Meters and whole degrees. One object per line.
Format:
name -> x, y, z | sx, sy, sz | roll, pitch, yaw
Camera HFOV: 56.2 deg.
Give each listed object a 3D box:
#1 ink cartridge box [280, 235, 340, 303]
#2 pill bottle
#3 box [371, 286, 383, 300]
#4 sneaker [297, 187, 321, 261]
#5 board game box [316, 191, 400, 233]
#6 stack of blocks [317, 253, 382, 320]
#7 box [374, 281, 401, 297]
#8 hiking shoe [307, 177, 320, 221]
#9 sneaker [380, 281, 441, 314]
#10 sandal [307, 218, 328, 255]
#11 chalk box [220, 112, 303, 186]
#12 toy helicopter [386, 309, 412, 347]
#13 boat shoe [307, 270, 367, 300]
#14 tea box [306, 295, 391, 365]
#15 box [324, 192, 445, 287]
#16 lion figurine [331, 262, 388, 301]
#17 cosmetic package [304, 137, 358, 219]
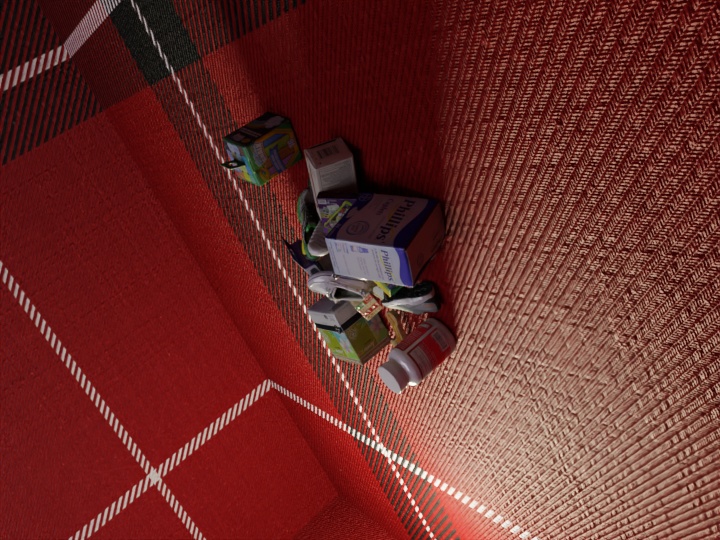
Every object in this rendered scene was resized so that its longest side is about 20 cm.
ink cartridge box -> -0.143, -0.016, 1.989 | 0.200, 0.043, 0.198 | 47, -177, -29
pill bottle -> 0.145, 0.224, 1.748 | 0.112, 0.199, 0.113 | 42, 155, 25
box -> 0.046, -0.010, 1.801 | 0.082, 0.049, 0.201 | 34, 150, 40
sneaker -> -0.129, -0.134, 1.853 | 0.085, 0.077, 0.203 | 118, 144, -72
board game box -> 0.001, -0.132, 1.602 | 0.197, 0.033, 0.121 | 4, 135, 13
stack of blocks -> -0.030, 0.040, 1.948 | 0.200, 0.058, 0.115 | 50, -179, 30
box -> 0.046, -0.044, 1.666 | 0.200, 0.117, 0.049 | 43, 162, 23
hiking shoe -> -0.094, -0.210, 1.782 | 0.101, 0.075, 0.201 | 51, 153, 36
sneaker -> 0.126, 0.081, 1.732 | 0.199, 0.074, 0.080 | -4, 129, 54
sandal -> -0.076, -0.095, 1.721 | 0.082, 0.203, 0.050 | 19, 134, 21
chalk box -> -0.278, -0.314, 1.800 | 0.124, 0.199, 0.125 | 28, 147, 45
toy helicopter -> 0.126, 0.202, 1.919 | 0.132, 0.079, 0.202 | 13, 131, 56
boat shoe -> -0.067, 0.047, 1.841 | 0.198, 0.067, 0.074 | -3, 135, 30
tea box -> -0.035, 0.171, 2.104 | 0.198, 0.133, 0.199 | 59, 157, -15
box -> 0.057, -0.072, 1.457 | 0.198, 0.184, 0.106 | 9, 133, 29
lion figurine -> 0.000, 0.000, 1.728 | 0.199, 0.123, 0.073 | 35, 116, 1
cosmetic package -> -0.065, -0.209, 1.647 | 0.201, 0.102, 0.088 | 82, 163, -47
